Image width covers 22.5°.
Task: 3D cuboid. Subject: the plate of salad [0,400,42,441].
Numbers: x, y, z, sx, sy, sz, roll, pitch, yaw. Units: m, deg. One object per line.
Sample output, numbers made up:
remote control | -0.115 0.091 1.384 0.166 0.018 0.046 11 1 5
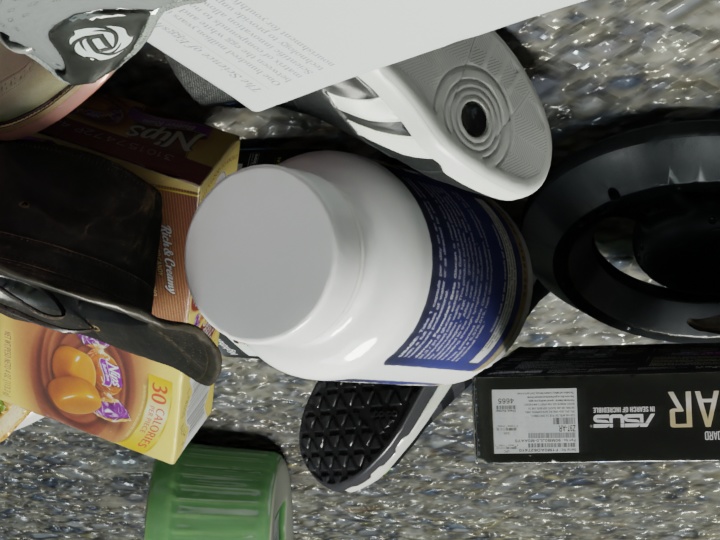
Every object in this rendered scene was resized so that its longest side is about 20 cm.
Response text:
plate of salad | -0.254 0.047 1.174 0.199 0.048 0.201 -11 133 -12

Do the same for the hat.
hat | -0.146 -0.016 0.882 0.200 0.081 0.201 20 167 5

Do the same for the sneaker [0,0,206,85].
sneaker | -0.139 -0.095 0.582 0.199 0.075 0.116 2 157 19

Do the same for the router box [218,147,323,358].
router box | -0.054 -0.005 1.078 0.149 0.051 0.200 1 155 24

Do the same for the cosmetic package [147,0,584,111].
cosmetic package | -0.028 -0.169 0.607 0.200 0.123 0.199 -14 147 41

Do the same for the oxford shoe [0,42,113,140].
oxford shoe | -0.183 -0.109 0.857 0.200 0.071 0.074 -4 140 43

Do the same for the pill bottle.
pill bottle | 0.000 0.000 0.901 0.111 0.112 0.200 -3 174 27

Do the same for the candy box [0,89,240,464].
candy box | -0.135 0.002 0.992 0.116 0.057 0.200 19 131 11

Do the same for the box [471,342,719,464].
box | 0.166 0.063 0.908 0.199 0.044 0.160 -2 -178 12

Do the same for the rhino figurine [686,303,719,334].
rhino figurine | 0.253 -0.009 0.880 0.199 0.060 0.087 -20 140 15

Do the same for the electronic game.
electronic game | 0.185 -0.017 0.964 0.199 0.042 0.200 4 149 3

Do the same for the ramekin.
ramekin | -0.111 0.237 1.479 0.097 0.201 0.200 0 156 5

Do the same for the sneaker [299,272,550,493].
sneaker | 0.047 0.056 1.052 0.083 0.072 0.200 14 123 -48

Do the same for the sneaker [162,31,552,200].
sneaker | -0.010 -0.093 0.850 0.200 0.073 0.112 35 151 -29
